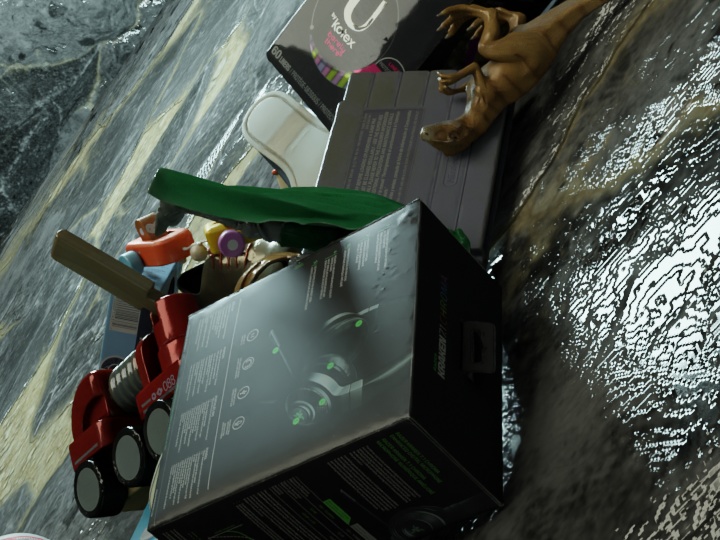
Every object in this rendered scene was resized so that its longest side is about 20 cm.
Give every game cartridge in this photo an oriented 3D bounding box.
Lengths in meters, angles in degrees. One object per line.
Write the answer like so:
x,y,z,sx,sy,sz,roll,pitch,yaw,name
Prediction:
0.034,-0.063,1.099,0.129,0.038,0.200,-2,48,19,game cartridge

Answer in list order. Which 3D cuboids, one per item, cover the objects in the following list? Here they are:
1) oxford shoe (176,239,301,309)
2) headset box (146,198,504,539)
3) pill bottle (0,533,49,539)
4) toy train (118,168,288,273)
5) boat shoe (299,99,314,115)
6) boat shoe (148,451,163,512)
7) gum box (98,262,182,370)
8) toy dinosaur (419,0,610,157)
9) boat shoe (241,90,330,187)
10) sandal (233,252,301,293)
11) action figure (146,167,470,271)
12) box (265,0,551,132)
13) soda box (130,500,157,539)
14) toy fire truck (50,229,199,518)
-0.103,0.002,1.410,0.200,0.075,0.071,-34,29,51,oxford shoe
-0.011,0.075,0.928,0.200,0.093,0.174,-27,36,26,headset box
-0.280,0.298,1.332,0.111,0.111,0.200,-59,18,-4,pill bottle
-0.112,-0.054,1.379,0.200,0.056,0.150,-26,14,-31,toy train
-0.018,-0.151,1.446,0.063,0.073,0.200,-58,13,8,boat shoe
-0.084,0.099,1.089,0.062,0.075,0.200,-37,22,59,boat shoe
-0.205,0.073,1.454,0.200,0.044,0.170,-83,4,-76,gum box
0.116,-0.156,1.104,0.200,0.060,0.106,-45,57,0,toy dinosaur
-0.030,-0.077,1.285,0.075,0.062,0.200,-52,44,2,boat shoe
-0.068,0.017,1.283,0.200,0.082,0.055,-41,69,56,sandal
-0.028,-0.028,1.010,0.118,0.199,0.055,-57,-25,-76,action figure
0.043,-0.197,1.227,0.122,0.106,0.200,49,113,24,box
-0.153,0.255,1.147,0.068,0.064,0.200,-26,37,59,soda box
-0.181,0.077,1.250,0.176,0.128,0.201,-39,61,42,toy fire truck
